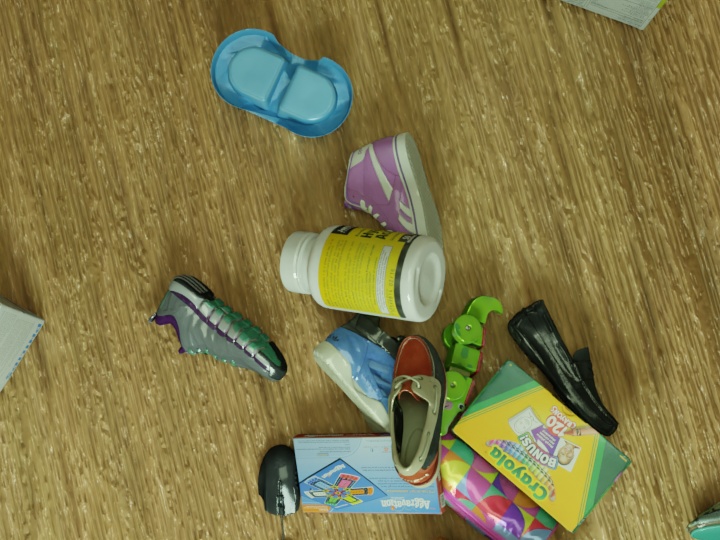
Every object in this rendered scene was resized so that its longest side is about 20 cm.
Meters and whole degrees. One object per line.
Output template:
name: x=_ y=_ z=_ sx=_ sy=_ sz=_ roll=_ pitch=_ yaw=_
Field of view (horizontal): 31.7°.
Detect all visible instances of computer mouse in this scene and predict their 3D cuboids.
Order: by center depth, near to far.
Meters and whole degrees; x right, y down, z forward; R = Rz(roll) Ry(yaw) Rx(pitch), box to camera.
computer mouse: x=-0.106 y=0.331 z=1.671 sx=0.058 sy=0.034 sz=0.201 roll=-2 pitch=84 yaw=0

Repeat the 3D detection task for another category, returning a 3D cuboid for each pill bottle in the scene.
pill bottle: x=0.000 y=0.000 z=1.642 sx=0.199 sy=0.111 sz=0.112 roll=7 pitch=84 yaw=26

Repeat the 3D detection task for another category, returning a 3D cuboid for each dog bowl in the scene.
dog bowl: x=-0.106 y=-0.250 z=1.725 sx=0.199 sy=0.050 sz=0.112 roll=24 pitch=85 yaw=3

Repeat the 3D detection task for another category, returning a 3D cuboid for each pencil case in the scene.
pencil case: x=0.157 y=0.297 z=1.642 sx=0.200 sy=0.088 sz=0.089 roll=35 pitch=86 yaw=5

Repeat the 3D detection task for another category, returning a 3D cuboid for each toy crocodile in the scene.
toy crocodile: x=0.132 y=0.123 z=1.658 sx=0.061 sy=0.068 sz=0.201 roll=20 pitch=71 yaw=-6

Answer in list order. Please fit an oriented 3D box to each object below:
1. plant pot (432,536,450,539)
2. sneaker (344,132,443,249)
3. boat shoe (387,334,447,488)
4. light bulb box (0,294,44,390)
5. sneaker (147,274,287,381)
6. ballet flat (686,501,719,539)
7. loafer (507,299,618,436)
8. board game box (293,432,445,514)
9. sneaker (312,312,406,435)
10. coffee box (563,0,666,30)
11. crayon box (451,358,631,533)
plant pot: x=0.143 y=0.435 z=1.586 sx=0.183 sy=0.200 sz=0.201 roll=28 pitch=85 yaw=20
sneaker: x=0.041 y=-0.074 z=1.702 sx=0.114 sy=0.073 sz=0.201 roll=-16 pitch=89 yaw=19
boat shoe: x=0.066 y=0.166 z=1.567 sx=0.071 sy=0.063 sz=0.201 roll=-11 pitch=59 yaw=22
light bulb box: x=-0.541 y=0.056 z=1.628 sx=0.198 sy=0.200 sz=0.125 roll=32 pitch=84 yaw=4
sneaker: x=-0.189 y=0.096 z=1.690 sx=0.200 sy=0.074 sz=0.088 roll=40 pitch=103 yaw=13
ballet flat: x=0.521 y=0.314 z=1.647 sx=0.199 sy=0.074 sz=0.075 roll=1 pitch=84 yaw=0
loafer: x=0.276 y=0.128 z=1.664 sx=0.070 sy=0.068 sz=0.201 roll=-39 pitch=81 yaw=5
board game box: x=0.010 y=0.261 z=1.631 sx=0.199 sy=0.019 sz=0.104 roll=-4 pitch=96 yaw=26
sneaker: x=0.039 y=0.145 z=1.664 sx=0.111 sy=0.077 sz=0.200 roll=-42 pitch=95 yaw=-15
coffee box: x=0.332 y=-0.465 z=1.661 sx=0.199 sy=0.198 sz=0.201 roll=20 pitch=84 yaw=2
crayon box: x=0.229 y=0.223 z=1.614 sx=0.200 sy=0.058 sz=0.119 roll=39 pitch=89 yaw=14
